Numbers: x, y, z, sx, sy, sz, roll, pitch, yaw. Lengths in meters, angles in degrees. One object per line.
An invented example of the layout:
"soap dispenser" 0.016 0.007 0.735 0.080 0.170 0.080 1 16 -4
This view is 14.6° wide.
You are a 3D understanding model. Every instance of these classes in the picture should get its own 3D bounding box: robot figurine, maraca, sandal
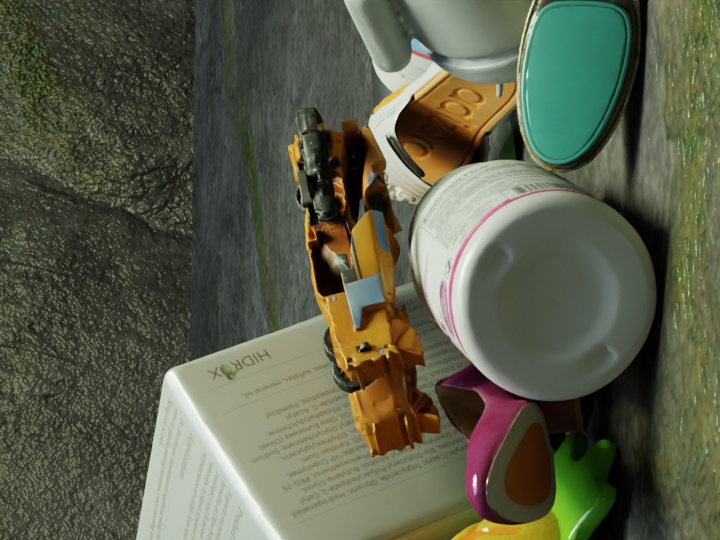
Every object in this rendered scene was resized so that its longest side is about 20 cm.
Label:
"robot figurine" 0.000 0.000 1.655 0.145 0.058 0.201 76 -178 -54
"maraca" 0.089 0.184 1.593 0.201 0.107 0.137 -64 20 -5
"sandal" 0.050 -0.086 1.835 0.207 0.079 0.060 129 161 -66
"robot figurine" 0.065 -0.187 1.638 0.200 0.169 0.113 53 -179 -44

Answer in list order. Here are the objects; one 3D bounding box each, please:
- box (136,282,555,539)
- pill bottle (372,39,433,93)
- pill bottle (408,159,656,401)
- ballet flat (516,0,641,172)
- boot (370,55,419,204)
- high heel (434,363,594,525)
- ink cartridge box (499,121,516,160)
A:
"box" -0.011 0.151 1.751 0.172 0.199 0.200 54 149 31
"pill bottle" 0.063 -0.197 1.812 0.200 0.108 0.109 106 163 -55
"pill bottle" 0.090 -0.001 1.591 0.200 0.113 0.114 -132 45 -77
"ballet flat" 0.128 -0.157 1.585 0.071 0.070 0.201 -138 51 -77
"boot" 0.033 -0.132 2.091 0.200 0.073 0.152 -151 64 -73
"high heel" 0.063 0.093 1.560 0.200 0.095 0.068 -52 -45 -63
"ink cartridge box" 0.077 0.022 1.857 0.146 0.048 0.201 104 163 -50
